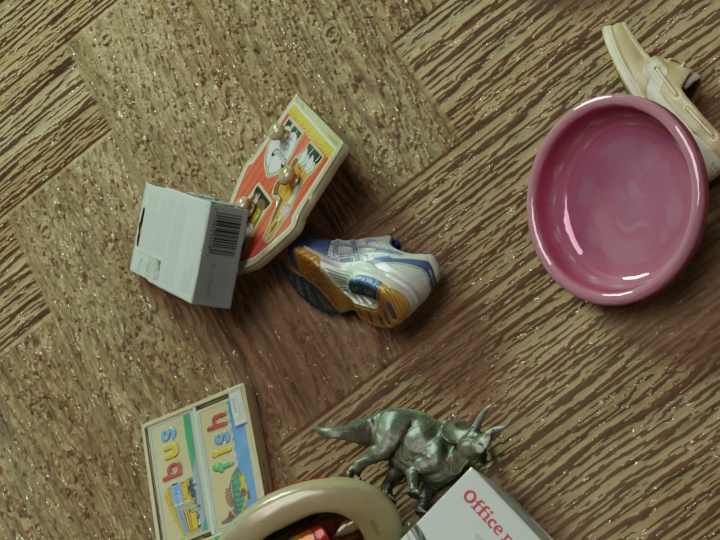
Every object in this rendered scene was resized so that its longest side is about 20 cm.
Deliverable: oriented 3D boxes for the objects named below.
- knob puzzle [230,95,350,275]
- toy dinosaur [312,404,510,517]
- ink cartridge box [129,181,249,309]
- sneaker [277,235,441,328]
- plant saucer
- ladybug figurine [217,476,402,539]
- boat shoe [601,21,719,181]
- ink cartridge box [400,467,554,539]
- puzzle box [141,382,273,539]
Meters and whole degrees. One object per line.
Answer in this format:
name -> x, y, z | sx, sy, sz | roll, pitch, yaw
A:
knob puzzle -> -0.103, -0.082, 1.784 | 0.220, 0.030, 0.220 | -39, 35, 35
toy dinosaur -> 0.050, 0.175, 1.620 | 0.200, 0.077, 0.102 | 11, 61, 37
ink cartridge box -> -0.189, -0.031, 1.813 | 0.200, 0.050, 0.109 | 21, 100, 62
sneaker -> 0.000, 0.000, 1.729 | 0.088, 0.075, 0.200 | -38, 41, -29
plant saucer -> 0.251, -0.067, 1.590 | 0.200, 0.051, 0.201 | -1, 89, 42
ladybug figurine -> -0.057, 0.262, 1.600 | 0.200, 0.136, 0.072 | -23, 21, 4
boat shoe -> 0.305, -0.170, 1.636 | 0.069, 0.074, 0.200 | -30, 66, 10
ink cartridge box -> 0.091, 0.304, 1.517 | 0.200, 0.084, 0.145 | -46, 54, 2
puzzle box -> -0.155, 0.228, 1.721 | 0.133, 0.025, 0.200 | -24, 58, 18
